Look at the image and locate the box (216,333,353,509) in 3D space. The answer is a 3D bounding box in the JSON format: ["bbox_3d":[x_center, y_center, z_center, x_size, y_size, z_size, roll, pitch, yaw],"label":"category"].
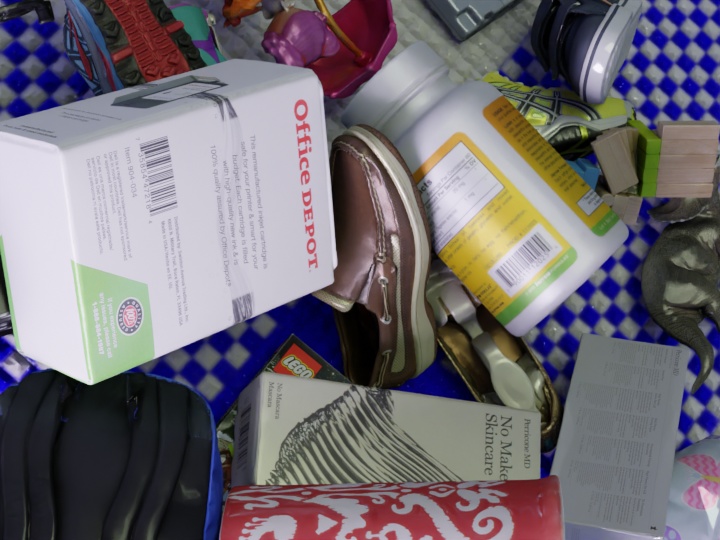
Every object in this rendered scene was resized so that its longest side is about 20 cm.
[{"bbox_3d":[-0.015,0.160,1.028,0.200,0.038,0.137,40,64,-3],"label":"box"}]

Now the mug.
[{"bbox_3d":[0.019,0.202,0.909,0.200,0.178,0.134,2,50,2],"label":"mug"}]

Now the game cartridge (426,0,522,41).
[{"bbox_3d":[0.113,-0.289,1.229,0.200,0.040,0.133,-37,90,-26],"label":"game cartridge"}]

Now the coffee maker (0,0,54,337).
[{"bbox_3d":[-0.267,-0.051,0.936,0.192,0.135,0.200,-19,91,12],"label":"coffee maker"}]

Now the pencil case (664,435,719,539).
[{"bbox_3d":[0.206,0.191,1.070,0.200,0.083,0.091,-21,66,-25],"label":"pencil case"}]

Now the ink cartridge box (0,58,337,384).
[{"bbox_3d":[-0.117,-0.037,0.912,0.200,0.084,0.146,-23,117,-41],"label":"ink cartridge box"}]

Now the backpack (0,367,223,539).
[{"bbox_3d":[-0.168,0.166,0.898,0.162,0.168,0.200,6,67,-6],"label":"backpack"}]

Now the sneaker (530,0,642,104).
[{"bbox_3d":[0.169,-0.181,1.153,0.079,0.200,0.079,19,110,8],"label":"sneaker"}]

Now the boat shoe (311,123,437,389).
[{"bbox_3d":[0.004,0.002,1.016,0.075,0.075,0.203,-32,125,-29],"label":"boat shoe"}]

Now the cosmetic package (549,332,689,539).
[{"bbox_3d":[0.180,0.127,1.042,0.082,0.051,0.200,7,36,14],"label":"cosmetic package"}]

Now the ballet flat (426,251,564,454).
[{"bbox_3d":[0.087,0.045,1.083,0.070,0.065,0.200,-37,84,-3],"label":"ballet flat"}]

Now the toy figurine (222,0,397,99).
[{"bbox_3d":[-0.053,-0.209,1.085,0.200,0.150,0.184,-36,96,-51],"label":"toy figurine"}]

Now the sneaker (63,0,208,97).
[{"bbox_3d":[-0.177,-0.173,0.981,0.079,0.095,0.200,-25,97,-37],"label":"sneaker"}]

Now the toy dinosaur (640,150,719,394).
[{"bbox_3d":[0.261,0.006,1.170,0.102,0.077,0.200,19,71,0],"label":"toy dinosaur"}]

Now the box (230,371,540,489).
[{"bbox_3d":[0.018,0.125,0.992,0.200,0.068,0.082,8,69,-17],"label":"box"}]

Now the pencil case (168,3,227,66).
[{"bbox_3d":[-0.098,-0.097,1.062,0.092,0.085,0.200,-36,87,-6],"label":"pencil case"}]

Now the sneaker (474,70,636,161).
[{"bbox_3d":[0.126,-0.121,1.155,0.200,0.075,0.077,-9,75,-23],"label":"sneaker"}]

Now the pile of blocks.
[{"bbox_3d":[0.174,-0.069,1.129,0.200,0.062,0.082,-24,116,-1],"label":"pile of blocks"}]

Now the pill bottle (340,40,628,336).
[{"bbox_3d":[0.082,-0.061,1.042,0.111,0.111,0.200,-41,86,-26],"label":"pill bottle"}]
